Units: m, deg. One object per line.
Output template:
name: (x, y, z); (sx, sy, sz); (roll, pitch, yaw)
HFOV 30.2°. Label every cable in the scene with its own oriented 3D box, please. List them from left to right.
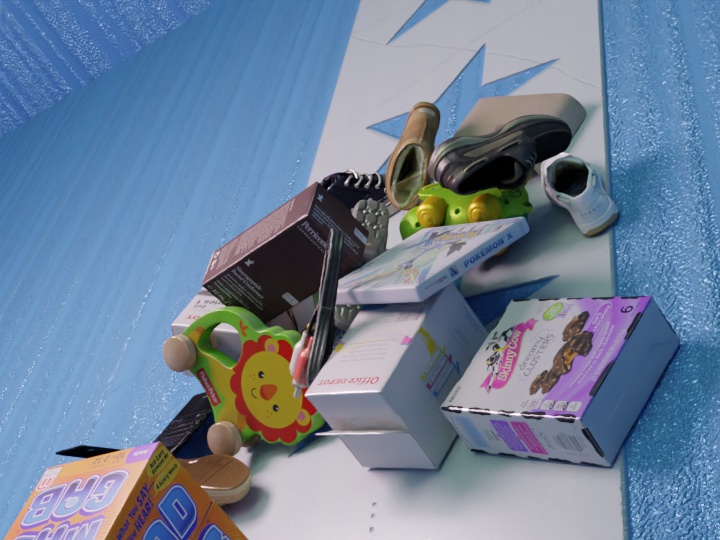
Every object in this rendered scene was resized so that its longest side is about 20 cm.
cable: (-0.053, 0.055, 1.544); (0.050, 0.203, 0.097); (7, 23, 1)

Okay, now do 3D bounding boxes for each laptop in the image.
laptop: (-0.294, 0.204, 1.810); (0.200, 0.103, 0.177); (-49, 11, -24)

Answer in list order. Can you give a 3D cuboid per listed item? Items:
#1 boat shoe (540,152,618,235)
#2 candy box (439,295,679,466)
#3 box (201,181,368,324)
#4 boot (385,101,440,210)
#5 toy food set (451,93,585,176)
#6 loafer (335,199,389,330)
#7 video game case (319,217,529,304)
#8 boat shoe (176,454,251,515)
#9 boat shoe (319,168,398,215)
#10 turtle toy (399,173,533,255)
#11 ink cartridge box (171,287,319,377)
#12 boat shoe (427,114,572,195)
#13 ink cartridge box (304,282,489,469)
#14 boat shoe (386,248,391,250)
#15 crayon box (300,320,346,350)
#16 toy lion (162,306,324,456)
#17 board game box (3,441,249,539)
boat shoe: (0.268, -0.117, 1.692); (0.070, 0.070, 0.200); (-36, 25, 5)
candy box: (0.206, 0.111, 1.395); (0.199, 0.072, 0.168); (-3, 42, 50)
box: (-0.095, -0.015, 1.683); (0.199, 0.100, 0.075); (-33, 27, 32)
boot: (0.064, -0.133, 1.867); (0.065, 0.177, 0.201); (11, 26, 2)
toy food set: (0.210, -0.182, 1.906); (0.198, 0.061, 0.144); (3, 46, 43)
loafer: (0.000, 0.000, 1.723); (0.069, 0.070, 0.202); (14, 52, 3)
video game case: (0.072, -0.010, 1.567); (0.181, 0.022, 0.199); (-31, 15, -31)
boat shoe: (-0.205, 0.277, 1.689); (0.198, 0.063, 0.073); (-5, 23, 44)
boat shoe: (0.008, -0.123, 2.016); (0.199, 0.093, 0.075); (-38, 25, 1)
turtle toy: (0.136, -0.070, 1.737); (0.198, 0.102, 0.146); (-2, 28, 33)
ink cartridge box: (-0.150, 0.063, 1.841); (0.144, 0.085, 0.200); (4, 32, 21)
boat shoe: (0.181, -0.133, 1.656); (0.198, 0.075, 0.074); (-19, 52, -18)
ink cartridge box: (0.045, 0.128, 1.516); (0.128, 0.126, 0.201); (-8, 38, 47)
boat shoe: (0.067, 0.010, 1.742); (0.073, 0.071, 0.199); (-58, 24, -10)
crayon box: (-0.030, 0.107, 1.735); (0.199, 0.052, 0.126); (-8, 38, 47)
toy lion: (-0.133, 0.132, 1.683); (0.191, 0.202, 0.068); (-35, -9, 30)
board game box: (-0.270, 0.345, 1.485); (0.198, 0.201, 0.201); (-17, 32, 36)
